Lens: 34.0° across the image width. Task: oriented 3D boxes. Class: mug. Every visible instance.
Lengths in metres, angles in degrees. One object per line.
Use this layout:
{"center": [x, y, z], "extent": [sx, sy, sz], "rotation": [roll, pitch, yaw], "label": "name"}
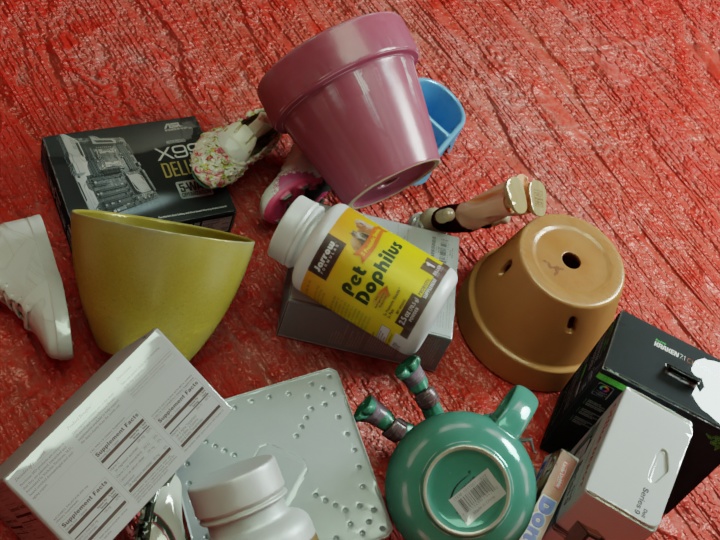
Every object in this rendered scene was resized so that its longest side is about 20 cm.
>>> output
{"center": [0.103, 0.203, 1.190], "extent": [0.150, 0.114, 0.187], "rotation": [5, 82, 0], "label": "mug"}

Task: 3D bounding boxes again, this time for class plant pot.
{"center": [-0.224, 0.021, 1.277], "extent": [0.198, 0.200, 0.143], "rotation": [10, 94, -11], "label": "plant pot"}
{"center": [0.002, -0.181, 1.417], "extent": [0.199, 0.200, 0.180], "rotation": [-23, 82, -30], "label": "plant pot"}
{"center": [0.233, 0.027, 1.439], "extent": [0.198, 0.140, 0.201], "rotation": [9, 52, -12], "label": "plant pot"}

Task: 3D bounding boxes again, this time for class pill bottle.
{"center": [0.000, 0.000, 1.305], "extent": [0.199, 0.110, 0.110], "rotation": [30, 51, 5], "label": "pill bottle"}
{"center": [-0.089, 0.284, 1.113], "extent": [0.114, 0.114, 0.202], "rotation": [-20, 92, -29], "label": "pill bottle"}

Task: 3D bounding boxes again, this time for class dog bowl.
{"center": [0.076, -0.192, 1.573], "extent": [0.111, 0.050, 0.200], "rotation": [41, 39, -2], "label": "dog bowl"}

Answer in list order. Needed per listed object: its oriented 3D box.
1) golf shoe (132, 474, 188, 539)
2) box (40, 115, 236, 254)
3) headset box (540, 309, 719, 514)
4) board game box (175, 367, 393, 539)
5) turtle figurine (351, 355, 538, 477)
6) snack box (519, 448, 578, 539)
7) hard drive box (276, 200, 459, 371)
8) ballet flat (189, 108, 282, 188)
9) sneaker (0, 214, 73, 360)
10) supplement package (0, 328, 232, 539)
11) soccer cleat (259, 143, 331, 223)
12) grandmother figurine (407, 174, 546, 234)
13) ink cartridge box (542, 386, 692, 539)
{"center": [-0.184, 0.294, 1.152], "extent": [0.087, 0.077, 0.202], "rotation": [8, 62, -12], "label": "golf shoe"}
{"center": [-0.269, -0.102, 1.427], "extent": [0.198, 0.050, 0.159], "rotation": [-11, 59, -25], "label": "box"}
{"center": [0.327, 0.160, 1.333], "extent": [0.173, 0.201, 0.093], "rotation": [28, 51, 3], "label": "headset box"}
{"center": [-0.090, 0.219, 1.237], "extent": [0.198, 0.026, 0.201], "rotation": [-16, 60, -10], "label": "board game box"}
{"center": [0.093, 0.197, 1.295], "extent": [0.200, 0.101, 0.150], "rotation": [45, 72, -5], "label": "turtle figurine"}
{"center": [0.168, 0.283, 1.228], "extent": [0.024, 0.072, 0.201], "rotation": [29, 73, 3], "label": "snack box"}
{"center": [0.011, 0.017, 1.414], "extent": [0.198, 0.077, 0.157], "rotation": [14, 52, -8], "label": "hard drive box"}
{"center": [-0.148, -0.163, 1.459], "extent": [0.076, 0.064, 0.200], "rotation": [45, 29, -5], "label": "ballet flat"}
{"center": [-0.385, 0.028, 1.287], "extent": [0.115, 0.074, 0.201], "rotation": [-11, 49, -23], "label": "sneaker"}
{"center": [-0.249, 0.174, 1.133], "extent": [0.111, 0.156, 0.200], "rotation": [48, 61, -9], "label": "supplement package"}
{"center": [-0.073, -0.124, 1.503], "extent": [0.086, 0.070, 0.200], "rotation": [37, 46, 21], "label": "soccer cleat"}
{"center": [0.137, -0.070, 1.457], "extent": [0.121, 0.199, 0.061], "rotation": [15, 70, -39], "label": "grandmother figurine"}
{"center": [0.257, 0.239, 1.251], "extent": [0.084, 0.201, 0.146], "rotation": [29, 52, 5], "label": "ink cartridge box"}
